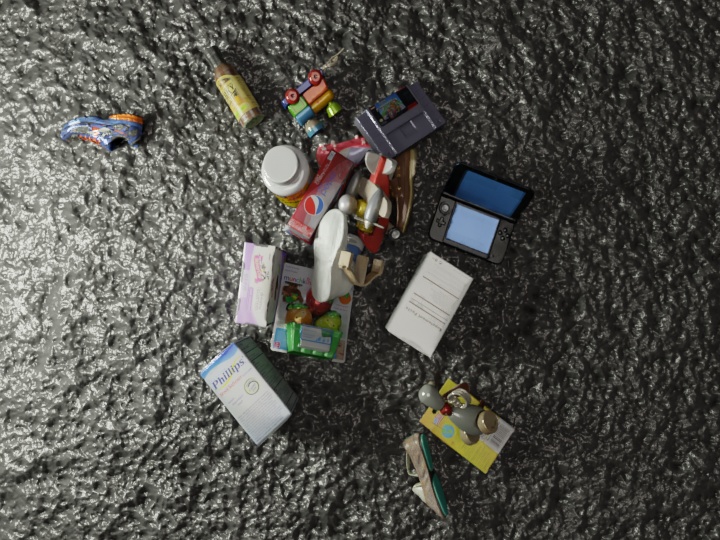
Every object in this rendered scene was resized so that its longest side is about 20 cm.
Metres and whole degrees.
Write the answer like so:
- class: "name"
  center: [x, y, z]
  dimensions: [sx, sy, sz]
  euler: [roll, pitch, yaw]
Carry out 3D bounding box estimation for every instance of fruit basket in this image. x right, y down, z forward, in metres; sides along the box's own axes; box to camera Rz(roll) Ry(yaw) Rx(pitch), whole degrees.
- class: "fruit basket"
  center: [-0.105, 0.098, 1.358]
  dimensions: [0.180, 0.093, 0.207]
  euler: [13, 80, -18]

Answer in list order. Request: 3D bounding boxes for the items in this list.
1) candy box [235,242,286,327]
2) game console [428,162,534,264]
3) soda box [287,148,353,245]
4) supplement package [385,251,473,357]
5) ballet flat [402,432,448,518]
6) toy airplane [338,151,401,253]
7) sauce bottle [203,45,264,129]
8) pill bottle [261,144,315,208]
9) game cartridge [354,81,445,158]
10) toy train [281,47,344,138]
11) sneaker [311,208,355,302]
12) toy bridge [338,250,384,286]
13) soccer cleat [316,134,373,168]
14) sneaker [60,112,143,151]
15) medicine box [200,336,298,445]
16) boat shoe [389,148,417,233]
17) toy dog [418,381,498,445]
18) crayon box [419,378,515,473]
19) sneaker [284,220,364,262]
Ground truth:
- class: "candy box"
  center: [-0.219, 0.032, 1.315]
  dimensions: [0.069, 0.200, 0.174]
  euler: [7, 88, 0]
- class: "game console"
  center: [0.278, -0.129, 1.368]
  dimensions: [0.195, 0.118, 0.175]
  euler: [20, 88, 0]
- class: "soda box"
  center: [-0.088, -0.164, 1.316]
  dimensions: [0.062, 0.070, 0.203]
  euler: [29, 81, 4]
- class: "supplement package"
  center: [0.155, 0.078, 1.358]
  dimensions: [0.118, 0.121, 0.204]
  euler: [30, 89, 0]
- class: "ballet flat"
  center: [0.149, 0.486, 1.383]
  dimensions: [0.066, 0.068, 0.206]
  euler: [-19, 83, 18]
- class: "toy airplane"
  center: [0.017, -0.163, 1.304]
  dimensions: [0.137, 0.201, 0.205]
  euler: [-7, 69, -14]
- class: "sauce bottle"
  center: [-0.305, -0.437, 1.396]
  dimensions: [0.064, 0.065, 0.203]
  euler: [-33, 88, -2]
- class: "pill bottle"
  center: [-0.159, -0.212, 1.318]
  dimensions: [0.106, 0.200, 0.113]
  euler: [0, 84, 5]
- class: "game cartridge"
  center: [0.094, -0.351, 1.380]
  dimensions: [0.198, 0.038, 0.131]
  euler: [-35, 90, -22]
- class: "toy train"
  center: [-0.082, -0.419, 1.393]
  dimensions: [0.199, 0.085, 0.117]
  euler: [-39, 100, -2]
- class: "sneaker"
  center: [-0.050, -0.036, 1.318]
  dimensions: [0.072, 0.115, 0.206]
  euler: [18, 102, 28]
- class: "toy bridge"
  center: [0.000, 0.000, 1.325]
  dimensions: [0.027, 0.199, 0.069]
  euler: [13, 91, 25]
- class: "soccer cleat"
  center: [-0.010, -0.278, 1.404]
  dimensions: [0.194, 0.067, 0.078]
  euler: [-11, 126, -10]
- class: "sneaker"
  center: [-0.610, -0.321, 1.384]
  dimensions: [0.193, 0.075, 0.081]
  euler: [-6, 92, 1]
- class: "medicine box"
  center: [-0.242, 0.261, 1.317]
  dimensions: [0.102, 0.182, 0.201]
  euler: [-40, 89, -2]
- class: "boat shoe"
  center: [0.096, -0.191, 1.394]
  dimensions: [0.065, 0.072, 0.207]
  euler: [5, 82, 4]
- class: "toy dog"
  center: [0.225, 0.300, 1.313]
  dimensions: [0.129, 0.098, 0.201]
  euler: [-18, 123, 34]
- class: "crayon box"
  center: [0.249, 0.362, 1.387]
  dimensions: [0.198, 0.051, 0.128]
  euler: [38, 88, 0]
- class: "sneaker"
  center: [-0.088, -0.068, 1.381]
  dimensions: [0.194, 0.076, 0.079]
  euler: [18, 88, -1]
